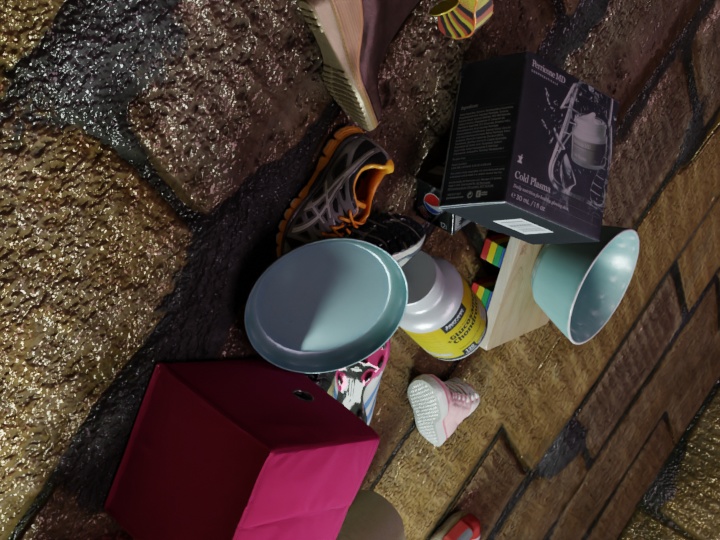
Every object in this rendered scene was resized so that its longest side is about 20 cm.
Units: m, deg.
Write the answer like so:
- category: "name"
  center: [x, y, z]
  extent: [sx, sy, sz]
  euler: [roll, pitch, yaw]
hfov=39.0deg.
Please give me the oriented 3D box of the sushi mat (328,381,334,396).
- category: "sushi mat"
  center: [-0.019, 0.143, 1.433]
  extent: [0.201, 0.012, 0.096]
  euler: [-57, 147, -5]

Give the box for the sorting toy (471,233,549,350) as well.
- category: "sorting toy"
  center: [0.258, 0.006, 1.656]
  extent: [0.198, 0.069, 0.201]
  euler: [-16, 127, -48]

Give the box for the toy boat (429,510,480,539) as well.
- category: "toy boat"
  center: [0.210, 0.576, 1.985]
  extent: [0.130, 0.130, 0.201]
  euler: [-39, 142, -29]

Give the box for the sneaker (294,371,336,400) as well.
- category: "sneaker"
  center: [-0.073, 0.179, 1.305]
  extent: [0.104, 0.060, 0.201]
  euler: [-79, -176, -63]

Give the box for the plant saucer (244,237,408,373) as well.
- category: "plant saucer"
  center: [-0.041, 0.039, 1.207]
  extent: [0.199, 0.027, 0.201]
  euler: [-9, 128, -11]

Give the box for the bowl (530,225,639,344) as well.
- category: "bowl"
  center: [0.346, 0.005, 1.614]
  extent: [0.200, 0.105, 0.202]
  euler: [-34, 139, -35]

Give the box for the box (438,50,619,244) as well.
- category: "box"
  center: [0.223, -0.153, 1.331]
  extent: [0.199, 0.124, 0.198]
  euler: [16, 78, -39]

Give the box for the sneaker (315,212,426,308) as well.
- category: "sneaker"
  center: [0.000, 0.000, 1.302]
  extent: [0.199, 0.078, 0.087]
  euler: [-32, 146, -22]

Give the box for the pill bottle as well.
- category: "pill bottle"
  center: [0.102, 0.047, 1.433]
  extent: [0.112, 0.112, 0.200]
  euler: [-56, 148, -6]

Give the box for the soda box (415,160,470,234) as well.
- category: "soda box"
  center: [0.166, -0.130, 1.417]
  extent: [0.200, 0.071, 0.064]
  euler: [-33, 139, -36]

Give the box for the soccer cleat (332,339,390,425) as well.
- category: "soccer cleat"
  center: [-0.003, 0.137, 1.381]
  extent: [0.086, 0.069, 0.201]
  euler: [-73, 177, -62]

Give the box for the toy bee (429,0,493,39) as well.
- category: "toy bee"
  center: [0.125, -0.340, 1.160]
  extent: [0.131, 0.108, 0.200]
  euler: [-54, 148, -5]

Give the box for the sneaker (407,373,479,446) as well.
- category: "sneaker"
  center: [0.138, 0.199, 1.637]
  extent: [0.105, 0.075, 0.201]
  euler: [-42, 151, -19]

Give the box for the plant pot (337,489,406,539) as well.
- category: "plant pot"
  center: [-0.028, 0.422, 1.500]
  extent: [0.183, 0.200, 0.202]
  euler: [-28, 137, -55]

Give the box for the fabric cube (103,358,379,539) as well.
- category: "fabric cube"
  center: [-0.136, 0.230, 1.172]
  extent: [0.199, 0.196, 0.201]
  euler: [6, 111, -54]

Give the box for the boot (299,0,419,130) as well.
- category: "boot"
  center: [0.029, -0.267, 1.106]
  extent: [0.166, 0.072, 0.200]
  euler: [-40, 138, -15]

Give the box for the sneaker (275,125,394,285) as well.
- category: "sneaker"
  center: [-0.031, -0.068, 1.189]
  extent: [0.078, 0.077, 0.201]
  euler: [11, 107, -58]
